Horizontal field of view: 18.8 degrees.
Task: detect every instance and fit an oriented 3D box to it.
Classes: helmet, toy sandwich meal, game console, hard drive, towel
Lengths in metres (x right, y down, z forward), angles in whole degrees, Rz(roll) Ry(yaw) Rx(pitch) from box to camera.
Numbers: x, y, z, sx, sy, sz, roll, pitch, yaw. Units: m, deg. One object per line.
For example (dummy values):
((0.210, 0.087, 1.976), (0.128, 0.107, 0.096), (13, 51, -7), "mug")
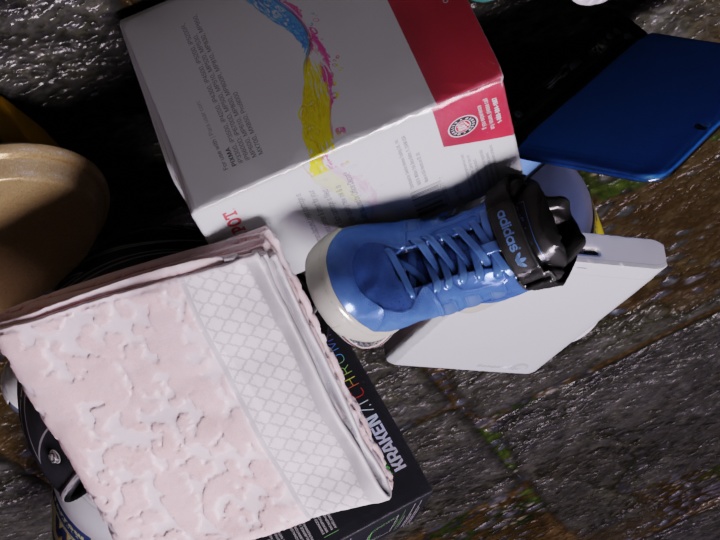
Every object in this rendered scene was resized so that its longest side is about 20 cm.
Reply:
((-0.130, 0.069, 1.446), (0.190, 0.200, 0.200), (15, 156, 8), "helmet")
((-0.249, -0.034, 1.370), (0.205, 0.070, 0.205), (-19, 153, -10), "toy sandwich meal")
((0.165, -0.081, 1.472), (0.200, 0.118, 0.171), (-40, 164, -45), "game console")
((0.117, 0.024, 1.594), (0.132, 0.026, 0.200), (5, 153, -24), "hard drive")
((-0.100, 0.085, 1.319), (0.191, 0.032, 0.200), (-17, 116, 19), "towel")

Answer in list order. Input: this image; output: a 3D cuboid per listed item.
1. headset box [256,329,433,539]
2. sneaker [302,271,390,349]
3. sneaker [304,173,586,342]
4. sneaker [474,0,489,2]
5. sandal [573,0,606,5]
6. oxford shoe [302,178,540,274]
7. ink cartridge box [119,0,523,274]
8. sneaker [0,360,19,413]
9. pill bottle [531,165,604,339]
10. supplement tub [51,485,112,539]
((-0.079, 0.144, 1.590), (0.200, 0.174, 0.093), (-26, 165, -15), "headset box")
((0.000, 0.000, 1.465), (0.080, 0.075, 0.200), (-2, 149, -1), "sneaker")
((0.060, -0.012, 1.306), (0.111, 0.077, 0.200), (-28, 165, 33), "sneaker")
((0.094, -0.210, 1.283), (0.071, 0.080, 0.200), (-20, 156, -17), "sneaker")
((0.186, -0.236, 1.327), (0.206, 0.059, 0.079), (-33, 150, -27), "sandal")
((0.053, -0.016, 1.595), (0.200, 0.071, 0.071), (-19, -158, 30), "oxford shoe")
((-0.023, -0.103, 1.325), (0.200, 0.145, 0.145), (-23, 157, -1), "ink cartridge box")
((-0.162, 0.036, 1.573), (0.199, 0.080, 0.130), (-12, 153, -23), "sneaker")
((0.138, -0.011, 1.698), (0.112, 0.113, 0.200), (-25, 157, 4), "pill bottle")
((-0.179, 0.178, 1.769), (0.145, 0.145, 0.200), (-16, 155, -16), "supplement tub")
